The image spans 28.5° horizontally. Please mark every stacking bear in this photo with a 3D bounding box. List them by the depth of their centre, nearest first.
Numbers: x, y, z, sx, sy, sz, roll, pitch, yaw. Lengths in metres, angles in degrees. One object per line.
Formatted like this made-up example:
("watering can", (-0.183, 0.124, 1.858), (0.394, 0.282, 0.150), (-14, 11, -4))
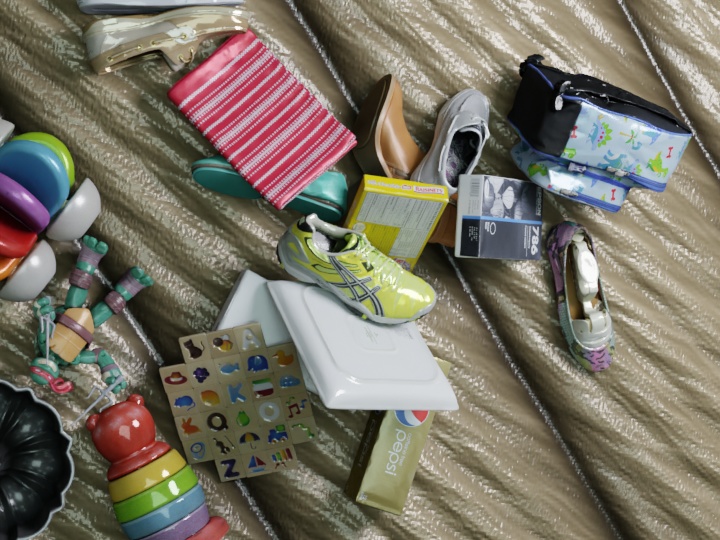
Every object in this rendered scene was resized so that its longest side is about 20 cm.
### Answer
("stacking bear", (-0.251, 0.249, 1.680), (0.121, 0.114, 0.201), (-27, 92, -11))

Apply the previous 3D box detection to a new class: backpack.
("backpack", (0.291, -0.159, 1.758), (0.199, 0.183, 0.148), (14, 108, -16))

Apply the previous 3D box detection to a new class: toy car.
("toy car", (-0.403, -0.070, 1.615), (0.175, 0.150, 0.200), (38, 83, -10))

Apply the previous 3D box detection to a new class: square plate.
("square plate", (0.006, 0.082, 1.672), (0.197, 0.200, 0.029), (4, 133, -36))

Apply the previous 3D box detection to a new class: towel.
("towel", (-0.118, -0.185, 1.702), (0.200, 0.022, 0.145), (46, 67, 5))

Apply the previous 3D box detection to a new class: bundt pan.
("bundt pan", (-0.434, 0.222, 1.651), (0.201, 0.076, 0.203), (0, 91, -12))

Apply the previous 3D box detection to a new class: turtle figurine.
("turtle figurine", (-0.334, 0.069, 1.658), (0.150, 0.100, 0.201), (43, 65, -38))

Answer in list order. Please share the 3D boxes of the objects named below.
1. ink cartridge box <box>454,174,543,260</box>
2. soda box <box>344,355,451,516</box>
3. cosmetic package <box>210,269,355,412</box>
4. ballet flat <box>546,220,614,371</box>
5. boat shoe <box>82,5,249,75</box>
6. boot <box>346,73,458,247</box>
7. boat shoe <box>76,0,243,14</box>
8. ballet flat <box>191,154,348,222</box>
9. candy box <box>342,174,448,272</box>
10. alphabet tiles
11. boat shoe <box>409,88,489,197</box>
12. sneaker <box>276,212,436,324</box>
("ink cartridge box", (0.181, -0.063, 1.738), (0.200, 0.039, 0.100), (-1, 93, -57))
("soda box", (0.046, 0.197, 1.761), (0.064, 0.068, 0.201), (19, 87, -13))
("cosmetic package", (-0.076, 0.085, 1.732), (0.199, 0.074, 0.102), (28, 86, -9))
("ballet flat", (0.287, 0.035, 1.811), (0.069, 0.071, 0.201), (-15, 94, -13))
("boat shoe", (-0.228, -0.271, 1.691), (0.199, 0.074, 0.070), (-8, 88, -3))
("boot", (0.066, -0.132, 1.766), (0.154, 0.074, 0.201), (17, 74, -25))
("boat shoe", (-0.238, -0.344, 1.687), (0.199, 0.072, 0.071), (-2, 89, -14))
("ballet flat", (-0.108, -0.117, 1.732), (0.199, 0.067, 0.071), (16, 64, -13))
("candy box", (0.028, -0.043, 1.697), (0.102, 0.200, 0.027), (6, 57, -13))
("alphabet tiles", (-0.145, 0.160, 1.705), (0.165, 0.006, 0.201), (-12, 112, 5))
("boat shoe", (0.123, -0.157, 1.733), (0.072, 0.068, 0.200), (50, 48, -16))
("sneaker", (0.000, 0.000, 1.661), (0.199, 0.076, 0.076), (22, 53, -9))
